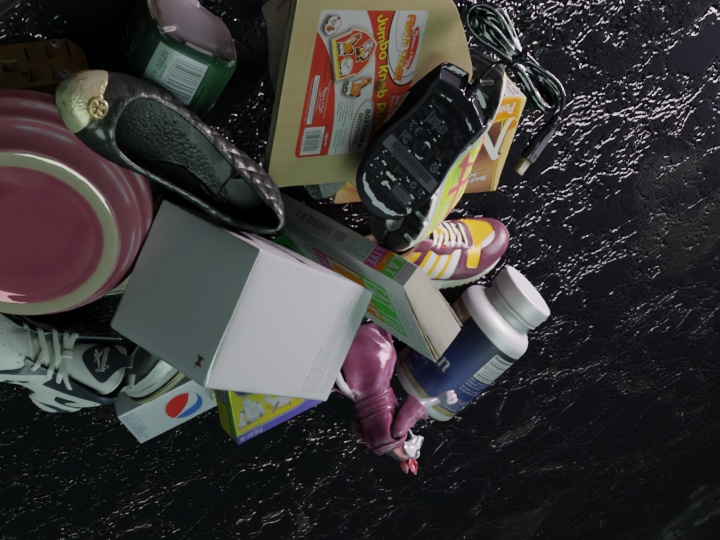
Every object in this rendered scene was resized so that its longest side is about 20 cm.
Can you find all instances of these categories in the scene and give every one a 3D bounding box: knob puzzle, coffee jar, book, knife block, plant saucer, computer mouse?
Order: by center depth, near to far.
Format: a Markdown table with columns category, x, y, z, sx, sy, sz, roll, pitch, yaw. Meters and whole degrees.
| category | x | y | z | sx | sy | sz | roll | pitch | yaw |
| --- | --- | --- | --- | --- | --- | --- | --- | --- | --- |
| plant saucer | -0.263 | -0.039 | 0.702 | 0.196 | 0.051 | 0.204 | -6 | 128 | -7 |
| knife block | -0.315 | -0.090 | 0.743 | 0.196 | 0.064 | 0.178 | -13 | 138 | -20 |
| coffee jar | -0.183 | -0.125 | 0.752 | 0.084 | 0.105 | 0.201 | 19 | 122 | -31 |
| knob puzzle | 0.012 | -0.165 | 0.763 | 0.217 | 0.030 | 0.223 | -22 | 134 | -24 |
| computer mouse | 0.087 | -0.117 | 0.788 | 0.140 | 0.046 | 0.201 | 35 | 92 | -25 |
| book | 0.000 | 0.000 | 0.923 | 0.048 | 0.198 | 0.134 | -49 | 142 | -14 |

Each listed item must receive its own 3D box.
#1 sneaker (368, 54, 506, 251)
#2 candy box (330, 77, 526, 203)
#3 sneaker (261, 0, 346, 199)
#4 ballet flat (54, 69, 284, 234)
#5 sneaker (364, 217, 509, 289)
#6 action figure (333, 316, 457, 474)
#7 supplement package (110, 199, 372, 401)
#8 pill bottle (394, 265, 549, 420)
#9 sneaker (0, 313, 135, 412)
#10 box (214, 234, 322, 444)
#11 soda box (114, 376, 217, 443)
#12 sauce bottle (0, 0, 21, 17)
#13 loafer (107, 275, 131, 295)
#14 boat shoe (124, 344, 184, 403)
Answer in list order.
| category | x | y | z | sx | sy | sz | roll | pitch | yaw |
| --- | --- | --- | --- | --- | --- | --- | --- | --- | --- |
| sneaker | 0.079 | -0.113 | 0.869 | 0.202 | 0.078 | 0.090 | -59 | 159 | 13 |
| candy box | 0.062 | -0.137 | 0.922 | 0.196 | 0.056 | 0.117 | -7 | 133 | -25 |
| sneaker | -0.043 | -0.157 | 0.815 | 0.074 | 0.087 | 0.203 | -26 | 135 | -24 |
| ballet flat | -0.135 | -0.090 | 0.678 | 0.198 | 0.057 | 0.067 | 29 | 92 | -32 |
| sneaker | 0.085 | -0.028 | 1.036 | 0.196 | 0.076 | 0.091 | -20 | 145 | -13 |
| action figure | 0.019 | 0.156 | 1.088 | 0.133 | 0.203 | 0.148 | -33 | 168 | 34 |
| supplement package | -0.096 | 0.033 | 0.790 | 0.199 | 0.116 | 0.119 | 21 | 95 | -62 |
| pill bottle | 0.146 | 0.091 | 1.168 | 0.200 | 0.112 | 0.110 | -44 | 138 | 17 |
| sneaker | -0.295 | 0.083 | 0.885 | 0.127 | 0.081 | 0.200 | -7 | 143 | 15 |
| box | -0.104 | 0.071 | 0.949 | 0.116 | 0.048 | 0.204 | -24 | 122 | -28 |
| soda box | -0.183 | 0.114 | 1.028 | 0.197 | 0.069 | 0.064 | -26 | 140 | -4 |
| sauce bottle | -0.206 | -0.248 | 0.645 | 0.198 | 0.067 | 0.066 | -32 | 140 | 6 |
| loafer | -0.298 | 0.006 | 0.853 | 0.196 | 0.073 | 0.063 | -5 | 143 | -30 |
| boat shoe | -0.196 | 0.054 | 0.961 | 0.200 | 0.075 | 0.068 | -48 | 137 | 5 |
